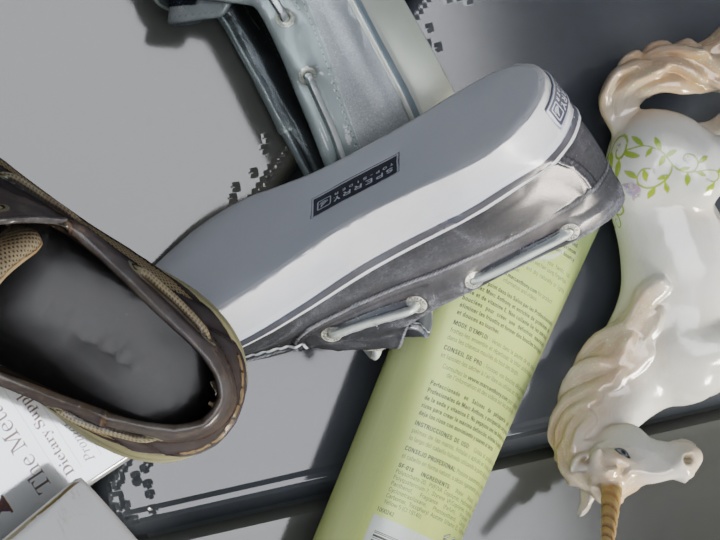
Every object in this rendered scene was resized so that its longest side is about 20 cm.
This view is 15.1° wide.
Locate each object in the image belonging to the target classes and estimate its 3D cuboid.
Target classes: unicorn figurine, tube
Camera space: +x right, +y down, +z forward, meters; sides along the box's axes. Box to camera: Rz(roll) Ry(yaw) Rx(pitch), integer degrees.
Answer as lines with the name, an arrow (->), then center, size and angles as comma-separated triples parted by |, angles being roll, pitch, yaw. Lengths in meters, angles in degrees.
unicorn figurine -> 0.130, 0.008, 1.022 | 0.137, 0.074, 0.201 | -7, 78, -11
tube -> 0.031, 0.050, 1.007 | 0.052, 0.058, 0.201 | 22, 82, 10

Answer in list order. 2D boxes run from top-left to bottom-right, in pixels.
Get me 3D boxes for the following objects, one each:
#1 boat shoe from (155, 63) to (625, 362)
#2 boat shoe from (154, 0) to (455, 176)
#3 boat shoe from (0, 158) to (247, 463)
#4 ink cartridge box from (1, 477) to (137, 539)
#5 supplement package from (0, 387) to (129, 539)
boat shoe -> 0.000, 0.000, 0.962 | 0.200, 0.072, 0.068 | -29, 118, 20
boat shoe -> -0.040, -0.110, 0.984 | 0.071, 0.070, 0.201 | -35, 98, -14
boat shoe -> -0.120, -0.005, 0.848 | 0.200, 0.073, 0.075 | 26, 82, -10
ink cartridge box -> -0.086, 0.172, 0.881 | 0.125, 0.200, 0.129 | -40, 70, -11
supplement package -> -0.184, 0.065, 0.926 | 0.200, 0.110, 0.114 | -34, 95, -11
